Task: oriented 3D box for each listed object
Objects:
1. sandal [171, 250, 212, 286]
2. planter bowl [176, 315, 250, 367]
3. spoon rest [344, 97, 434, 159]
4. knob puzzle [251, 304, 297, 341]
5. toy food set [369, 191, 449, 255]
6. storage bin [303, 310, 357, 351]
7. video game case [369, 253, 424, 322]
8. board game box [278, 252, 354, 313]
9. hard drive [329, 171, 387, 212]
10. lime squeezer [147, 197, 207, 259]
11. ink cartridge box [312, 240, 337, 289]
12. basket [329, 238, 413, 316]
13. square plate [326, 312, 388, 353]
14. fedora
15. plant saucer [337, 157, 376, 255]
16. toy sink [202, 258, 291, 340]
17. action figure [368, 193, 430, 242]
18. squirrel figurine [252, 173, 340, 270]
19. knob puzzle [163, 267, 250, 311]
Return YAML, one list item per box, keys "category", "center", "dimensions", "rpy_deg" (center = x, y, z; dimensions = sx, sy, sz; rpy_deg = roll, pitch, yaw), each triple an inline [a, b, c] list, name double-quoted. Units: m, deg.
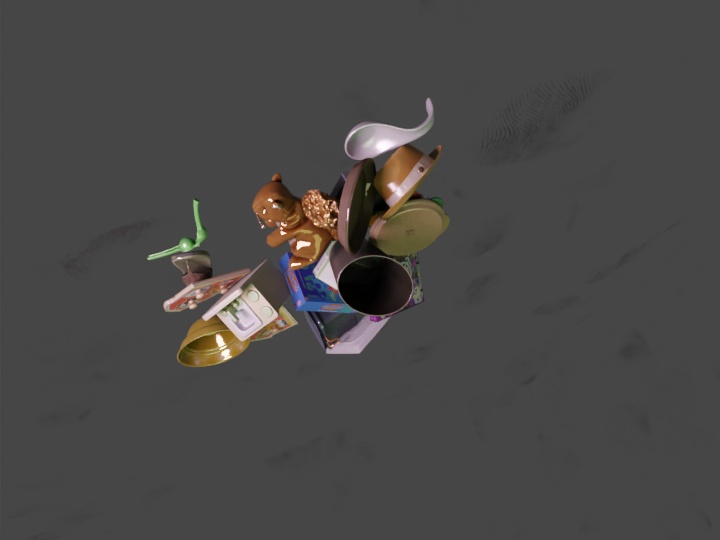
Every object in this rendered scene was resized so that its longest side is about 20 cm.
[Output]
- category: "sandal"
  center: [-0.374, 0.010, 1.207]
  dimensions: [0.079, 0.058, 0.201]
  rpy_deg: [-13, 155, -9]
- category: "planter bowl"
  center: [-0.412, 0.182, 1.455]
  dimensions: [0.199, 0.084, 0.201]
  rpy_deg: [-18, 151, -10]
- category: "spoon rest"
  center: [0.062, -0.279, 1.057]
  dimensions: [0.199, 0.061, 0.099]
  rpy_deg: [-24, 152, -1]
- category: "knob puzzle"
  center: [-0.300, 0.172, 1.564]
  dimensions: [0.218, 0.031, 0.220]
  rpy_deg: [-18, 152, -10]
- category: "toy food set"
  center: [0.115, -0.110, 1.276]
  dimensions: [0.199, 0.049, 0.198]
  rpy_deg: [-25, 144, 12]
- category: "storage bin"
  center: [-0.084, 0.143, 1.600]
  dimensions: [0.134, 0.146, 0.200]
  rpy_deg: [-30, 153, -11]
- category: "video game case"
  center: [0.089, 0.020, 1.448]
  dimensions: [0.181, 0.201, 0.036]
  rpy_deg: [-19, -162, -32]
- category: "board game box"
  center: [-0.101, 0.035, 1.370]
  dimensions: [0.199, 0.153, 0.045]
  rpy_deg: [7, 139, -45]
- category: "hard drive"
  center: [0.020, -0.174, 1.222]
  dimensions: [0.199, 0.042, 0.135]
  rpy_deg: [-3, 145, -33]
- category: "lime squeezer"
  center: [-0.369, -0.068, 1.109]
  dimensions: [0.200, 0.038, 0.070]
  rpy_deg: [-40, 148, 29]
- category: "ink cartridge box"
  center: [0.000, 0.000, 1.346]
  dimensions: [0.199, 0.048, 0.146]
  rpy_deg: [32, 95, -23]
- category: "basket"
  center: [0.004, -0.001, 1.210]
  dimensions: [0.179, 0.200, 0.137]
  rpy_deg: [17, 105, -24]
- category: "square plate"
  center: [-0.005, 0.185, 1.664]
  dimensions: [0.198, 0.029, 0.200]
  rpy_deg: [-46, -162, -31]
- category: "fedora"
  center: [0.085, -0.203, 1.107]
  dimensions: [0.201, 0.082, 0.201]
  rpy_deg: [-50, -174, 7]
- category: "plant saucer"
  center: [-0.007, -0.132, 1.082]
  dimensions: [0.029, 0.201, 0.200]
  rpy_deg: [12, 154, 13]
- category: "toy sink"
  center: [-0.261, 0.080, 1.261]
  dimensions: [0.130, 0.112, 0.200]
  rpy_deg: [-36, -169, 20]
- category: "action figure"
  center: [0.096, -0.122, 1.358]
  dimensions: [0.200, 0.055, 0.118]
  rpy_deg: [-35, 152, 27]
- category: "squirrel figurine"
  center: [-0.122, -0.123, 1.107]
  dimensions: [0.199, 0.142, 0.187]
  rpy_deg: [-15, 138, 21]
- category: "knob puzzle"
  center: [-0.381, 0.064, 1.263]
  dimensions: [0.219, 0.031, 0.220]
  rpy_deg: [-27, 176, -2]
